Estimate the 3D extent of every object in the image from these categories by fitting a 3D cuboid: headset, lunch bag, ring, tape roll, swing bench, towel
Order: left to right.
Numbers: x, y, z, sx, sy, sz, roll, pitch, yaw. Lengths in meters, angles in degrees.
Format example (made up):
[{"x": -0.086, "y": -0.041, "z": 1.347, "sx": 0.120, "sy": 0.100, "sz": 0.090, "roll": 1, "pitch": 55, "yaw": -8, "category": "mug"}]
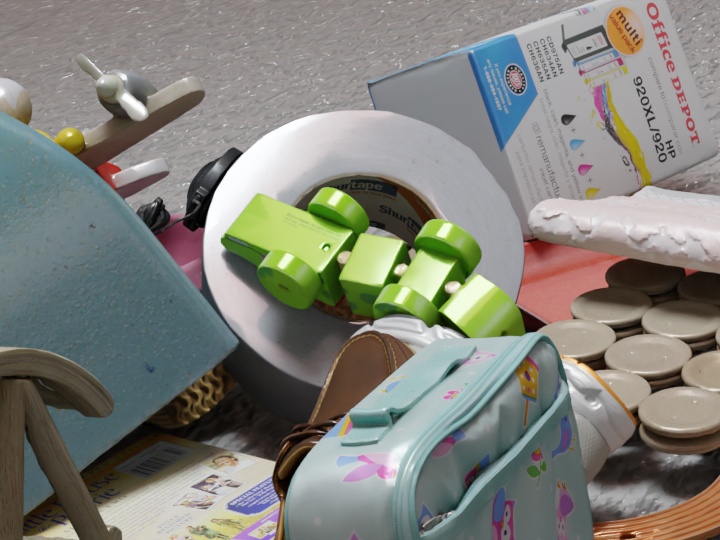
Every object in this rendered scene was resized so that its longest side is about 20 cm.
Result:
[{"x": -0.225, "y": 0.115, "z": 0.990, "sx": 0.198, "sy": 0.201, "sz": 0.130, "roll": 5, "pitch": 23, "yaw": 34, "category": "swing bench"}, {"x": -0.084, "y": -0.021, "z": 1.379, "sx": 0.123, "sy": 0.094, "sz": 0.200, "roll": 44, "pitch": 20, "yaw": 32, "category": "headset"}, {"x": 0.000, "y": 0.000, "z": 1.246, "sx": 0.199, "sy": 0.066, "sz": 0.201, "roll": 2, "pitch": 62, "yaw": -3, "category": "tape roll"}, {"x": 0.043, "y": 0.120, "z": 0.914, "sx": 0.077, "sy": 0.161, "sz": 0.200, "roll": 0, "pitch": 20, "yaw": 25, "category": "lunch bag"}, {"x": 0.137, "y": 0.116, "z": 1.104, "sx": 0.199, "sy": 0.019, "sz": 0.201, "roll": -9, "pitch": 19, "yaw": 3, "category": "ring"}, {"x": 0.233, "y": -0.025, "z": 1.261, "sx": 0.199, "sy": 0.032, "sz": 0.191, "roll": 9, "pitch": 11, "yaw": 29, "category": "towel"}]

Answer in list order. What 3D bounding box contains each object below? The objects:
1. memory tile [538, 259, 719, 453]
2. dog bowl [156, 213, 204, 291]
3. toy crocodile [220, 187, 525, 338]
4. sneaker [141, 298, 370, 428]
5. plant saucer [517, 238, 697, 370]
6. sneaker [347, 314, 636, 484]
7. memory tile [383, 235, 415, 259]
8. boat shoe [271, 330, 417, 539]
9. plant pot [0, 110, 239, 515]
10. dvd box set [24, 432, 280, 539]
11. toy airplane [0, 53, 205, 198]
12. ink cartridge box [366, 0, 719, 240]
[{"x": 0.181, "y": 0.046, "z": 1.181, "sx": 0.153, "sy": 0.017, "sz": 0.200, "roll": 10, "pitch": 29, "yaw": 33, "category": "memory tile"}, {"x": -0.170, "y": 0.019, "z": 1.444, "sx": 0.199, "sy": 0.074, "sz": 0.200, "roll": -8, "pitch": 19, "yaw": 3, "category": "dog bowl"}, {"x": 0.006, "y": 0.003, "z": 1.167, "sx": 0.199, "sy": 0.062, "sz": 0.068, "roll": 18, "pitch": 59, "yaw": 27, "category": "toy crocodile"}, {"x": -0.079, "y": 0.037, "z": 1.319, "sx": 0.199, "sy": 0.075, "sz": 0.090, "roll": -27, "pitch": 9, "yaw": -23, "category": "sneaker"}, {"x": 0.191, "y": 0.011, "z": 1.358, "sx": 0.199, "sy": 0.037, "sz": 0.200, "roll": -15, "pitch": 21, "yaw": -18, "category": "plant saucer"}, {"x": 0.047, "y": 0.086, "z": 1.084, "sx": 0.199, "sy": 0.076, "sz": 0.092, "roll": 8, "pitch": 54, "yaw": 45, "category": "sneaker"}, {"x": 0.011, "y": 0.017, "z": 1.398, "sx": 0.153, "sy": 0.017, "sz": 0.200, "roll": -24, "pitch": 17, "yaw": 9, "category": "memory tile"}, {"x": -0.006, "y": 0.101, "z": 1.016, "sx": 0.072, "sy": 0.068, "sz": 0.201, "roll": -26, "pitch": 35, "yaw": 30, "category": "boat shoe"}, {"x": -0.229, "y": 0.013, "z": 1.173, "sx": 0.196, "sy": 0.201, "sz": 0.196, "roll": -37, "pitch": 18, "yaw": -20, "category": "plant pot"}, {"x": -0.094, "y": 0.147, "z": 1.101, "sx": 0.199, "sy": 0.030, "sz": 0.146, "roll": 9, "pitch": 26, "yaw": 40, "category": "dvd box set"}, {"x": -0.221, "y": -0.075, "z": 1.404, "sx": 0.200, "sy": 0.142, "sz": 0.199, "roll": -35, "pitch": 9, "yaw": -25, "category": "toy airplane"}, {"x": 0.140, "y": -0.114, "z": 1.523, "sx": 0.199, "sy": 0.148, "sz": 0.144, "roll": -23, "pitch": 6, "yaw": -33, "category": "ink cartridge box"}]
